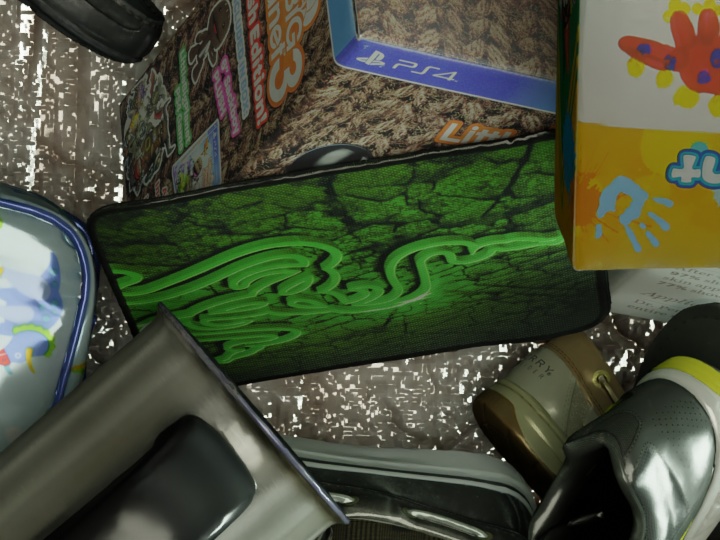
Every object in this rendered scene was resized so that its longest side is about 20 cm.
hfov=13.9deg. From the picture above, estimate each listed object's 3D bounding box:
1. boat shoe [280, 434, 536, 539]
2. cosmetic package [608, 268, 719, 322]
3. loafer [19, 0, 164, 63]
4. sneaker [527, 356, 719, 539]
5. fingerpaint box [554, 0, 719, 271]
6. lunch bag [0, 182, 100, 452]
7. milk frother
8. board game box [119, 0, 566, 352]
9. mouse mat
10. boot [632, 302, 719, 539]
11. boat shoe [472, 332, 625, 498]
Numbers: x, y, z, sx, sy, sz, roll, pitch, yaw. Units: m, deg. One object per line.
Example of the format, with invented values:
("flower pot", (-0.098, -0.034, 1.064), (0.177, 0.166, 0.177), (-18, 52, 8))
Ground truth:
("boat shoe", (-0.022, 0.113, 1.247), (0.199, 0.071, 0.072), (-4, 119, -2))
("cosmetic package", (0.207, -0.071, 1.222), (0.167, 0.200, 0.167), (10, 74, -12))
("loafer", (-0.150, -0.171, 1.235), (0.070, 0.068, 0.201), (-42, 99, 7))
("sneaker", (0.097, 0.128, 1.226), (0.084, 0.074, 0.201), (-15, 126, -43))
("fingerpaint box", (0.169, -0.089, 1.020), (0.199, 0.073, 0.168), (-1, 107, -2))
("lunch bag", (-0.197, 0.055, 1.249), (0.160, 0.082, 0.201), (13, 94, -6))
("milk frother", (-0.078, 0.154, 1.156), (0.188, 0.181, 0.200), (-41, 110, -2))
("board game box", (0.016, -0.065, 1.190), (0.159, 0.200, 0.097), (10, 56, -27))
("mouse mat", (0.000, 0.000, 1.194), (0.199, 0.161, 0.008), (-9, 60, 5))
("boot", (0.199, 0.094, 1.302), (0.174, 0.069, 0.201), (-20, 110, -44))
("boat shoe", (0.136, 0.110, 1.322), (0.066, 0.074, 0.200), (-45, 111, -9))
